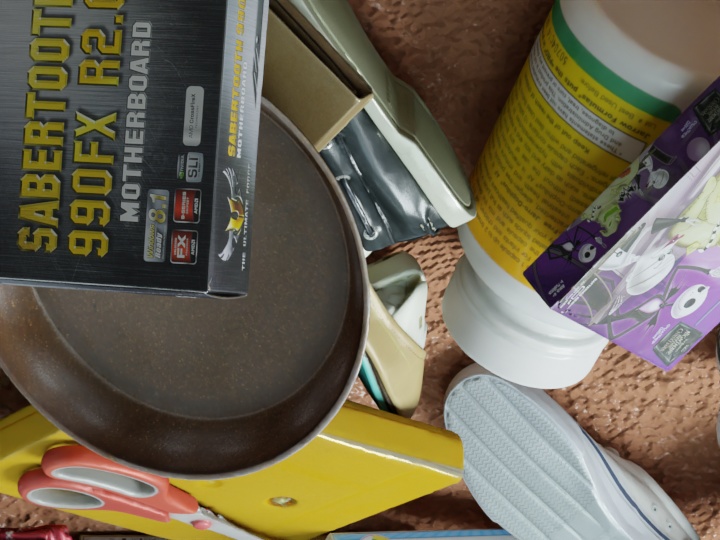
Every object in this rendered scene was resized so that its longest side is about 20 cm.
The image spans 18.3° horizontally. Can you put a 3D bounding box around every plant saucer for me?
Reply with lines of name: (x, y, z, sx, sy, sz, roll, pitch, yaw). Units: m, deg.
plant saucer: (-0.084, -0.005, 0.982, 0.200, 0.034, 0.201, 8, 114, 19)

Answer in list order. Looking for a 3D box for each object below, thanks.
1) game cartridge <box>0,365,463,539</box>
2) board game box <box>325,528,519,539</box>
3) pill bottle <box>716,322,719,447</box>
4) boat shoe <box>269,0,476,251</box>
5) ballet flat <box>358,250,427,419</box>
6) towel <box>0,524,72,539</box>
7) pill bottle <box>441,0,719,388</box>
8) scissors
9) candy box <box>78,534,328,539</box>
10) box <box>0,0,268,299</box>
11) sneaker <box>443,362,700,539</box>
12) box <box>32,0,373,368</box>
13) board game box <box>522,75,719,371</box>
game cartridge: (-0.077, 0.096, 1.150, 0.200, 0.033, 0.176, 22, 146, -37)
board game box: (0.083, 0.206, 1.233, 0.199, 0.135, 0.034, 2, 139, -28)
pill bottle: (0.242, 0.016, 1.135, 0.114, 0.114, 0.200, -3, 132, -7)
boat shoe: (-0.025, -0.088, 1.017, 0.066, 0.075, 0.199, -29, 120, 17)
ballet flat: (0.000, 0.000, 1.118, 0.063, 0.069, 0.200, -32, 131, 1)
towel: (-0.242, 0.191, 1.235, 0.199, 0.023, 0.145, 0, 129, 13)
pill bottle: (0.113, -0.042, 1.065, 0.112, 0.113, 0.200, 11, 128, -18)
scissors: (-0.086, 0.125, 1.158, 0.200, 0.014, 0.073, 21, 146, -34)
candy box: (-0.066, 0.210, 1.295, 0.199, 0.057, 0.117, 1, 131, -8)
box: (-0.119, -0.093, 0.914, 0.158, 0.201, 0.048, 4, 179, 17)
sneaker: (0.118, 0.122, 1.242, 0.073, 0.071, 0.200, -33, 107, 24)
box: (-0.112, -0.072, 0.999, 0.164, 0.021, 0.200, 46, 121, 0)
board game box: (0.175, -0.044, 0.993, 0.200, 0.032, 0.120, -46, 149, 14)
